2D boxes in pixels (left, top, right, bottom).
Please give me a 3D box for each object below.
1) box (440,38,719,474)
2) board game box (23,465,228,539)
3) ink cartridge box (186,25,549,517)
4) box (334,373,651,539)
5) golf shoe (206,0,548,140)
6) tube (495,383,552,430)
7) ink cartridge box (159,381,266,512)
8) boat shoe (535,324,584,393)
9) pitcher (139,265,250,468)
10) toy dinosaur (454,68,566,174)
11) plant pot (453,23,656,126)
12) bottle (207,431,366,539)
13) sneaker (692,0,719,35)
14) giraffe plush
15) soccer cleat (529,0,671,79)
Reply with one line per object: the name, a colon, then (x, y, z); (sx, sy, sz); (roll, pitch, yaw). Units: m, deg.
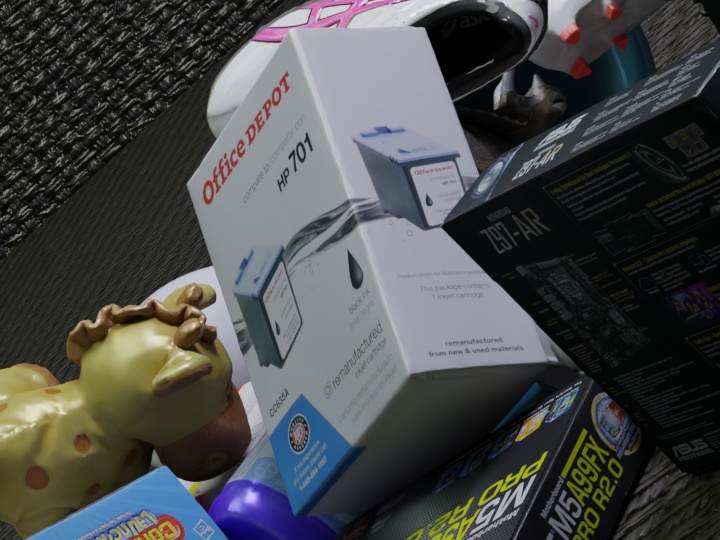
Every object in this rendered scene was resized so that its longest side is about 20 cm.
box: (0.144, -0.001, 1.211); (0.044, 0.160, 0.200); (-51, 12, -29)
board game box: (-0.186, 0.209, 1.508); (0.196, 0.056, 0.200); (-26, -21, -52)
ink cartridge box: (0.000, 0.000, 1.473); (0.086, 0.201, 0.147); (-4, -30, -31)
box: (0.036, 0.145, 1.375); (0.200, 0.044, 0.160); (-36, 14, 41)
golf shoe: (0.005, -0.113, 1.593); (0.199, 0.073, 0.092); (-22, 17, 12)
tube: (0.120, 0.026, 1.502); (0.200, 0.050, 0.077); (-44, 4, 29)
ink cartridge box: (-0.053, 0.115, 1.741); (0.200, 0.067, 0.116); (-31, 19, 51)
boat shoe: (0.120, 0.021, 1.391); (0.200, 0.066, 0.072); (0, 69, 64)
pitcher: (-0.063, 0.044, 1.957); (0.171, 0.122, 0.200); (-12, 20, 43)
toy dinosaur: (0.059, -0.046, 1.584); (0.077, 0.102, 0.200); (-48, -11, 28)
plant pot: (0.056, -0.076, 1.763); (0.200, 0.200, 0.188); (-50, -3, -21)
bottle: (-0.008, 0.098, 1.600); (0.200, 0.083, 0.065); (-51, -8, -44)
sneaker: (0.198, -0.167, 1.607); (0.200, 0.106, 0.075); (104, -171, -64)
giraffe plush: (-0.134, 0.083, 1.645); (0.162, 0.200, 0.173); (-34, 48, 9)
soccer cleat: (0.170, -0.179, 1.676); (0.199, 0.069, 0.078); (-27, 48, -12)
